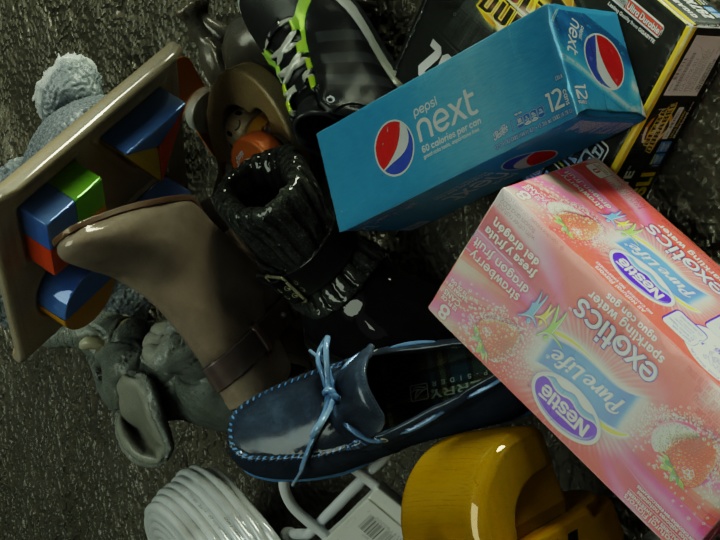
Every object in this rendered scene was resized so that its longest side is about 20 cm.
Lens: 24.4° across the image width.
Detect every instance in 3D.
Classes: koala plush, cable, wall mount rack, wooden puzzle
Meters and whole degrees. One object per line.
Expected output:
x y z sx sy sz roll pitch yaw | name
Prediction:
-0.241 -0.062 1.367 0.200 0.184 0.177 -53 53 23 | koala plush
-0.084 0.231 1.192 0.200 0.069 0.200 47 160 34 | cable
0.026 0.184 1.077 0.200 0.075 0.174 40 126 -2 | wall mount rack
-0.178 -0.039 1.168 0.046 0.185 0.200 33 147 17 | wooden puzzle

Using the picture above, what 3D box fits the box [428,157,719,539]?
0.150 0.043 0.900 0.200 0.103 0.095 44 125 20 | box

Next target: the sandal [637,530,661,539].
0.160 0.235 0.968 0.203 0.050 0.082 -66 29 12 | sandal

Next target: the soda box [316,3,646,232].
0.066 -0.084 0.978 0.200 0.064 0.068 -25 74 43 | soda box

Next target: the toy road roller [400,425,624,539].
0.058 0.174 0.923 0.123 0.200 0.146 -19 93 58 | toy road roller

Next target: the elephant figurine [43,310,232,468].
-0.146 0.078 1.279 0.200 0.141 0.156 -32 53 40 | elephant figurine

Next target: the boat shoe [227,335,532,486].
0.009 0.067 0.988 0.200 0.069 0.084 -21 63 9 | boat shoe

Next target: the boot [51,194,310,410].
-0.109 0.025 1.135 0.070 0.200 0.147 -29 82 36 | boot

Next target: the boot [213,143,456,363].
-0.002 0.001 1.076 0.211 0.079 0.158 8 133 51 | boot

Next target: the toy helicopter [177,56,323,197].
-0.096 -0.077 1.241 0.132 0.079 0.200 44 142 16 | toy helicopter

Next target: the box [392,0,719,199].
0.116 -0.132 1.009 0.200 0.049 0.160 50 130 36 | box

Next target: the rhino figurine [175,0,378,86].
-0.056 -0.183 1.200 0.200 0.060 0.088 -20 105 49 | rhino figurine

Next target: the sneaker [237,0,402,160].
-0.021 -0.124 1.106 0.200 0.083 0.072 47 130 12 | sneaker
